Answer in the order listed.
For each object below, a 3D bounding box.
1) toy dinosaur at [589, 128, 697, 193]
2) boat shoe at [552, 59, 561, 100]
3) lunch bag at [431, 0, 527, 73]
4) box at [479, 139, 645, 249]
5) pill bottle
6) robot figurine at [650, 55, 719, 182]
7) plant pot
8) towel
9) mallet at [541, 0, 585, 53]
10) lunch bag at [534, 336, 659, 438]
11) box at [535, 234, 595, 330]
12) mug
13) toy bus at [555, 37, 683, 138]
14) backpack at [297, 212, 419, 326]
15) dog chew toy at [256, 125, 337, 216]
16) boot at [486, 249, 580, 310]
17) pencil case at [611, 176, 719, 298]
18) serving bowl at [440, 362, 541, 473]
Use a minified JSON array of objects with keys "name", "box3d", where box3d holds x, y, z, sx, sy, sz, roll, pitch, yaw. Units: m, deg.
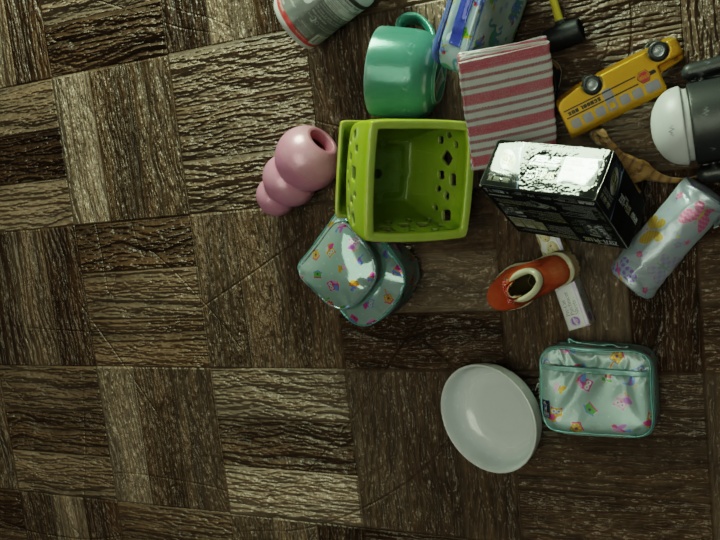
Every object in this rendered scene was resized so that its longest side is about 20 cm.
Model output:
[{"name":"toy dinosaur","box3d":[0.443,-0.154,1.320,0.200,0.061,0.106,23,145,-7]},{"name":"boat shoe","box3d":[0.288,-0.252,1.389,0.074,0.062,0.201,16,107,21]},{"name":"lunch bag","box3d":[0.196,-0.417,1.343,0.082,0.161,0.200,28,116,25]},{"name":"box","box3d":[0.315,-0.119,1.300,0.200,0.164,0.086,13,73,40]},{"name":"pill bottle","box3d":[-0.047,-0.496,1.480,0.200,0.114,0.114,-30,85,27]},{"name":"robot figurine","box3d":[0.535,-0.225,1.234,0.199,0.125,0.151,-8,54,22]},{"name":"plant pot","box3d":[0.062,-0.163,1.427,0.181,0.199,0.200,-152,62,-61]},{"name":"towel","box3d":[0.235,-0.263,1.327,0.146,0.030,0.200,-11,121,3]},{"name":"mallet","box3d":[0.302,-0.453,1.363,0.066,0.041,0.200,-25,83,30]},{"name":"lunch bag","box3d":[0.397,0.195,1.406,0.199,0.077,0.161,0,99,26]},{"name":"box","box3d":[0.345,0.001,1.418,0.041,0.039,0.201,-18,91,30]},{"name":"mug","box3d":[0.084,-0.350,1.420,0.114,0.152,0.186,10,102,17]},{"name":"toy bus","box3d":[0.406,-0.289,1.304,0.200,0.065,0.078,-26,99,16]},{"name":"backpack","box3d":[0.000,0.000,1.531,0.200,0.153,0.176,42,110,6]},{"name":"dog chew toy","box3d":[-0.128,-0.180,1.581,0.125,0.124,0.200,52,125,9]},{"name":"boot","box3d":[0.263,0.027,1.405,0.200,0.107,0.075,-35,79,53]},{"name":"pencil case","box3d":[0.487,-0.050,1.315,0.200,0.091,0.083,-54,35,23]},{"name":"serving bowl","box3d":[0.242,0.256,1.489,0.200,0.066,0.201,14,111,40]}]
